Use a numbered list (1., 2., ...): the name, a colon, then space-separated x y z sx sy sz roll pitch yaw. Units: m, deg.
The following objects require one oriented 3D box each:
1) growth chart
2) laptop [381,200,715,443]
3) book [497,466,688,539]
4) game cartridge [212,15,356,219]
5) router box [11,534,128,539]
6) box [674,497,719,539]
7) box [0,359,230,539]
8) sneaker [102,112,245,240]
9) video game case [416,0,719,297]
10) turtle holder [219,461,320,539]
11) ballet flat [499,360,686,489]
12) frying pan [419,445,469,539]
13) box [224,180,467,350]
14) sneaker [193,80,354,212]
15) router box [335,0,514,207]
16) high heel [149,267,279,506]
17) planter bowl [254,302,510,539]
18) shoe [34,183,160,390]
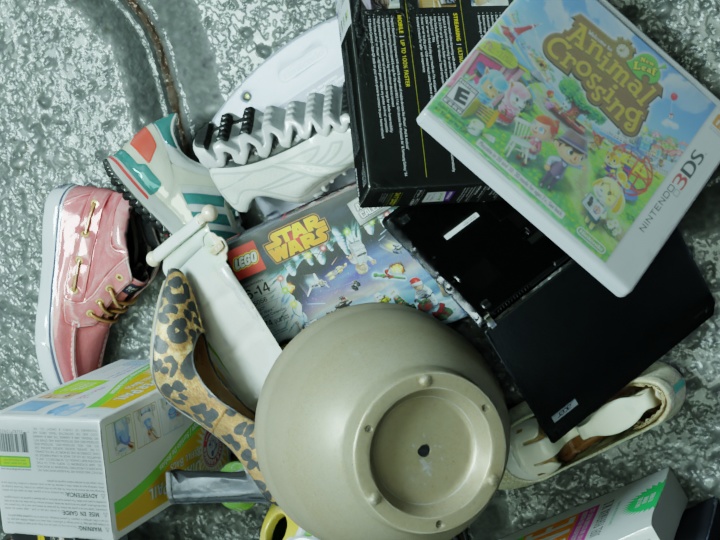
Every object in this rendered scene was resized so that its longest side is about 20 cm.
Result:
1. growth chart: -0.110 0.051 1.139 0.145 0.018 0.200 -22 100 53
2. laptop: 0.151 -0.005 1.087 0.177 0.103 0.200 -37 61 -10
3. book: 0.162 0.234 1.104 0.200 0.134 0.048 -30 89 21
4. game cartridge: -0.022 -0.136 1.155 0.200 0.041 0.133 -30 93 21
5. router box: -0.250 0.314 1.244 0.157 0.052 0.200 -28 73 53
6. box: 0.245 0.324 1.099 0.200 0.123 0.198 -33 87 21
7. box: -0.207 0.147 1.179 0.112 0.200 0.101 -1 100 23
8. sneaker: -0.125 -0.050 1.187 0.200 0.070 0.093 46 80 -8
9. video game case: 0.168 -0.110 1.019 0.200 0.022 0.182 40 67 -4
10. turtle holder: -0.026 0.225 1.169 0.141 0.132 0.186 -27 90 22
11. ballet flat: 0.170 0.128 1.121 0.200 0.062 0.067 -31 89 22
12. frying pan: 0.070 0.142 1.169 0.115 0.031 0.190 -37 95 35
13. box: 0.000 0.000 1.133 0.200 0.040 0.137 -24 100 7
14. sneaker: -0.032 -0.102 1.117 0.200 0.075 0.081 -12 119 16
15. router box: 0.063 -0.152 1.045 0.149 0.051 0.200 -3 76 -11
16. high heel: -0.094 0.094 1.118 0.143 0.071 0.200 -4 95 13
17. planter bowl: 0.032 0.128 1.043 0.200 0.135 0.200 -1 93 -18
18. shoe: -0.235 0.023 1.238 0.091 0.071 0.200 5 97 24
